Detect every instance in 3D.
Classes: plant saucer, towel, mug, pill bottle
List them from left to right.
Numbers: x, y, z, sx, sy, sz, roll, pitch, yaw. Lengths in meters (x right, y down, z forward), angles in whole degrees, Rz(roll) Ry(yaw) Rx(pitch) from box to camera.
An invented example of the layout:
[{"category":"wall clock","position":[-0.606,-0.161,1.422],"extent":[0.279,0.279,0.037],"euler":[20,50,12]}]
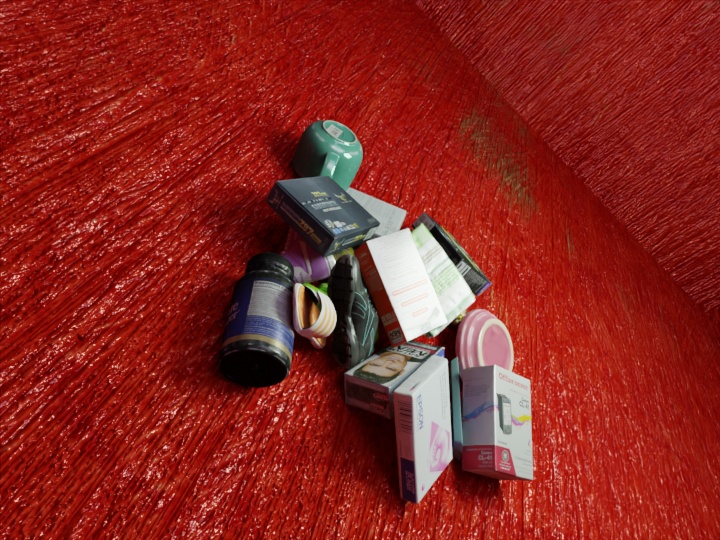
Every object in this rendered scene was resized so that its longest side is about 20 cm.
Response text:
[{"category":"pill bottle","position":[-0.157,0.073,0.838],"extent":[0.111,0.112,0.203],"euler":[27,41,-26]},{"category":"mug","position":[-0.063,-0.260,1.192],"extent":[0.150,0.115,0.186],"euler":[-1,46,-39]},{"category":"towel","position":[0.136,0.020,1.093],"extent":[0.148,0.031,0.202],"euler":[-35,89,-24]},{"category":"plant saucer","position":[0.196,0.281,1.077],"extent":[0.019,0.071,0.202],"euler":[1,44,7]},{"category":"plant saucer","position":[0.294,0.190,1.201],"extent":[0.198,0.050,0.205],"euler":[11,74,-43]}]

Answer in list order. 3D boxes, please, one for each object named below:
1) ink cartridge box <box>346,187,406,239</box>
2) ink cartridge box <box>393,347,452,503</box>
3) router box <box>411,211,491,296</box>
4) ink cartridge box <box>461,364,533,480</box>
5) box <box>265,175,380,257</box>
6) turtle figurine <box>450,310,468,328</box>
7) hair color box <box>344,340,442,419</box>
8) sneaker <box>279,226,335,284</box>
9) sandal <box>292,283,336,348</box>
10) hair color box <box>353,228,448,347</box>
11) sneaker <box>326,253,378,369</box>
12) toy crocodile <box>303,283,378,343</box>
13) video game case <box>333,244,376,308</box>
[{"category":"ink cartridge box","position":[-0.003,-0.125,1.185],"extent":[0.196,0.044,0.197],"euler":[22,28,5]},{"category":"ink cartridge box","position":[0.127,0.266,0.927],"extent":[0.199,0.043,0.201],"euler":[-25,114,-52]},{"category":"router box","position":[0.230,-0.042,1.322],"extent":[0.156,0.052,0.201],"euler":[31,20,-43]},{"category":"ink cartridge box","position":[0.278,0.310,1.057],"extent":[0.146,0.085,0.204],"euler":[26,60,-37]},{"category":"box","position":[-0.066,-0.111,1.000],"extent":[0.157,0.051,0.199],"euler":[43,26,13]},{"category":"turtle figurine","position":[0.247,0.120,1.261],"extent":[0.162,0.064,0.201],"euler":[52,26,-11]},{"category":"hair color box","position":[0.066,0.193,0.969],"extent":[0.199,0.097,0.062],"euler":[-22,115,-52]},{"category":"sneaker","position":[-0.131,-0.047,1.006],"extent":[0.112,0.074,0.201],"euler":[-21,40,-12]},{"category":"sandal","position":[-0.067,0.078,0.879],"extent":[0.207,0.058,0.081],"euler":[66,19,-67]},{"category":"hair color box","position":[0.078,0.032,1.014],"extent":[0.109,0.064,0.203],"euler":[-18,81,-31]},{"category":"sneaker","position":[-0.012,0.070,0.938],"extent":[0.078,0.075,0.205],"euler":[-8,102,-39]},{"category":"toy crocodile","position":[-0.044,0.080,1.000],"extent":[0.198,0.062,0.068],"euler":[28,24,-23]},{"category":"video game case","position":[0.000,0.000,1.095],"extent":[0.179,0.026,0.202],"euler":[19,33,-39]}]
